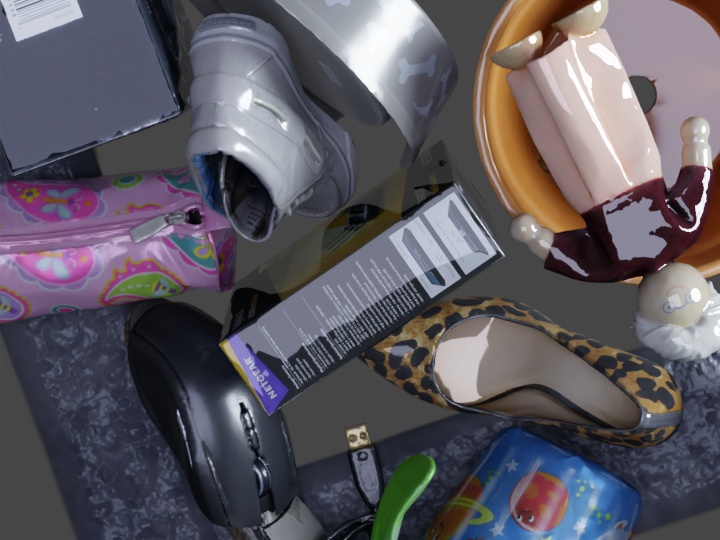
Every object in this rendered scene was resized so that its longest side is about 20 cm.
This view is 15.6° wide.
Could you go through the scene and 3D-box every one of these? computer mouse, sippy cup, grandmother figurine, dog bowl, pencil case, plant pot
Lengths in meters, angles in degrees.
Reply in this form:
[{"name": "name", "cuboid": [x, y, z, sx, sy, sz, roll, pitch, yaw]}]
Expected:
[{"name": "computer mouse", "cuboid": [-0.049, 0.100, 1.567, 0.140, 0.046, 0.200, -18, 85, -36]}, {"name": "sippy cup", "cuboid": [0.099, 0.168, 1.561, 0.140, 0.178, 0.130, 26, 85, 27]}, {"name": "grandmother figurine", "cuboid": [0.140, -0.040, 1.429, 0.121, 0.061, 0.200, -27, 92, 14]}, {"name": "dog bowl", "cuboid": [-0.027, -0.145, 1.497, 0.200, 0.200, 0.059, 41, 82, -3]}, {"name": "pencil case", "cuboid": [-0.171, -0.017, 1.565, 0.200, 0.087, 0.088, -6, 96, 4]}, {"name": "plant pot", "cuboid": [0.164, -0.097, 1.519, 0.200, 0.140, 0.200, 0, 96, 2]}]

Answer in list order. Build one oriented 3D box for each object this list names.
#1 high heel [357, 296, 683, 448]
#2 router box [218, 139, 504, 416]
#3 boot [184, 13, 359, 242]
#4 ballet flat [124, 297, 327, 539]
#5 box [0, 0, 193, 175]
[{"name": "high heel", "cuboid": [0.088, 0.060, 1.536, 0.200, 0.143, 0.072, 9, 97, 1]}, {"name": "router box", "cuboid": [0.000, 0.000, 1.504, 0.157, 0.200, 0.052, -35, 98, 5]}, {"name": "boot", "cuboid": [-0.056, -0.056, 1.497, 0.073, 0.200, 0.096, -1, 63, 20]}, {"name": "ballet flat", "cuboid": [-0.087, 0.108, 1.597, 0.067, 0.046, 0.200, -36, 96, -38]}, {"name": "box", "cuboid": [-0.172, -0.170, 1.500, 0.104, 0.182, 0.200, -20, 96, 4]}]
